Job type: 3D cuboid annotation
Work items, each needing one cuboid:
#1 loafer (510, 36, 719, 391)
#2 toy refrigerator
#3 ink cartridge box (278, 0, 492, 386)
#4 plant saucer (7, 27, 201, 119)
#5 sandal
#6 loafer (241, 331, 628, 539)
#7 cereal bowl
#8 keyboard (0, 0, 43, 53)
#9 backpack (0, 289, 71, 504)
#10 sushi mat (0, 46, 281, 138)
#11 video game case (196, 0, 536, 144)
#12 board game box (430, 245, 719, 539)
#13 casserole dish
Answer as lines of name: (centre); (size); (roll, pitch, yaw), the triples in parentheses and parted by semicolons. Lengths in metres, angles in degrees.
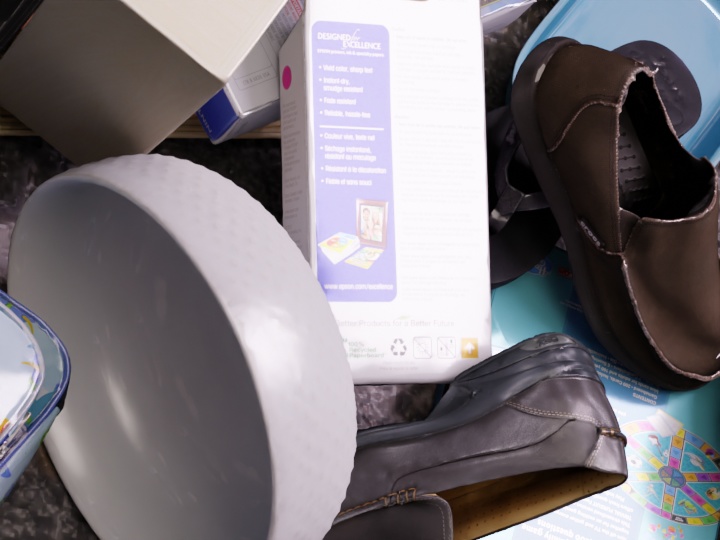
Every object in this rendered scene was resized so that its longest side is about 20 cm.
loafer: (0.138, -0.020, 1.056); (0.073, 0.071, 0.201); (-48, 122, -27)
toy refrigerator: (-0.094, -0.103, 0.933); (0.076, 0.200, 0.070); (38, 70, -9)
ink cartridge box: (0.011, -0.047, 1.017); (0.094, 0.037, 0.202); (1, 87, -27)
plant saucer: (-0.107, -0.165, 1.083); (0.199, 0.037, 0.202); (8, 69, -23)
sandal: (0.098, -0.062, 1.103); (0.200, 0.043, 0.076); (-39, 88, -31)
loafer: (0.028, 0.107, 1.005); (0.199, 0.073, 0.073); (-33, 55, 8)
cereal bowl: (-0.067, 0.041, 0.961); (0.083, 0.200, 0.201); (-21, 83, -34)
keyboard: (-0.204, -0.142, 1.014); (0.127, 0.021, 0.200); (39, 86, 13)
backpack: (-0.238, 0.066, 0.906); (0.183, 0.147, 0.200); (37, 66, -5)
sushi mat: (-0.112, -0.109, 1.090); (0.199, 0.012, 0.096); (-1, 74, -24)
video game case: (-0.036, -0.184, 1.075); (0.180, 0.045, 0.201); (-24, 84, -28)
board game box: (0.106, 0.099, 1.102); (0.150, 0.047, 0.201); (23, 66, -14)
casserole dish: (0.151, -0.108, 1.192); (0.121, 0.039, 0.200); (43, 62, -6)
